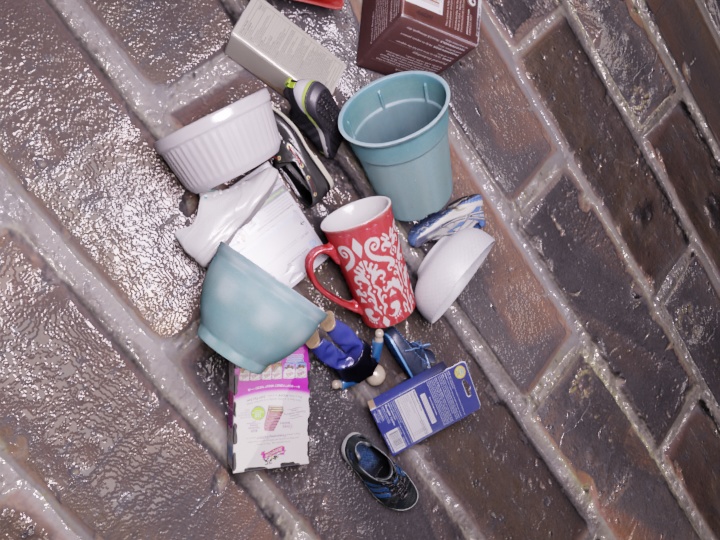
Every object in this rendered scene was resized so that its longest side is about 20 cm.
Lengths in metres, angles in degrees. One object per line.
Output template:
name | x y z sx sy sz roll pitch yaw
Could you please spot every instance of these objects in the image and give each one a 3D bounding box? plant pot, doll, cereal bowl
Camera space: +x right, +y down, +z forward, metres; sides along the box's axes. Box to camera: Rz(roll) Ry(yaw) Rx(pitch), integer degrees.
plant pot | -0.165 0.069 0.798 0.198 0.200 0.136 36 83 -18
doll | -0.011 0.152 0.941 0.136 0.048 0.200 -44 129 -1
plant pot | 0.081 -0.211 0.944 0.201 0.198 0.198 -46 139 -20
cereal bowl | 0.167 -0.002 1.005 0.083 0.201 0.200 38 69 15

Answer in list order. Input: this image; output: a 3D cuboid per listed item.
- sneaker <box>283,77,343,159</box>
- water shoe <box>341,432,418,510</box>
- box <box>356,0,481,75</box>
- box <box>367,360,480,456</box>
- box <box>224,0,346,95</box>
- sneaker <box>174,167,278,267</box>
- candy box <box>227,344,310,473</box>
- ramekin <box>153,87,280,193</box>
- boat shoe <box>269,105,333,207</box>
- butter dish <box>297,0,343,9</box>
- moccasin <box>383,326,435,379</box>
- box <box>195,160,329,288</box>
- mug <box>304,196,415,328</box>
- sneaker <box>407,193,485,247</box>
sneaker | -0.082 -0.273 0.920 0.081 0.201 0.073 22 75 16
water shoe | 0.043 0.383 0.968 0.200 0.078 0.072 45 71 -15
box | 0.107 -0.483 0.991 0.160 0.199 0.172 8 83 -23
box | 0.123 0.254 0.988 0.196 0.033 0.124 -26 114 -2
box | -0.134 -0.379 0.940 0.197 0.077 0.097 33 74 -19
sneaker | -0.216 -0.108 0.850 0.088 0.075 0.201 40 74 -3
candy box | -0.157 0.227 0.897 0.132 0.061 0.207 3 84 -24
ramekin | -0.217 -0.201 0.833 0.200 0.201 0.096 -34 113 -22
boat shoe | -0.130 -0.206 0.932 0.063 0.073 0.203 -48 110 -27
butter dish | -0.111 -0.587 0.909 0.194 0.148 0.206 0 65 -25
moccasin | 0.114 0.178 1.022 0.068 0.080 0.202 -39 115 -7
box | -0.168 -0.062 0.924 0.155 0.041 0.202 -39 101 -21
mug | 0.003 -0.006 0.949 0.173 0.134 0.204 -16 114 12
sneaker | 0.186 -0.084 1.069 0.197 0.077 0.087 -28 102 -23
